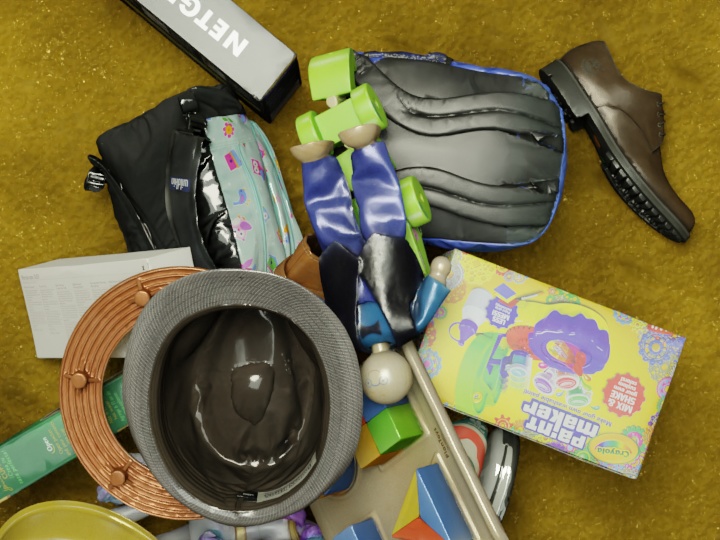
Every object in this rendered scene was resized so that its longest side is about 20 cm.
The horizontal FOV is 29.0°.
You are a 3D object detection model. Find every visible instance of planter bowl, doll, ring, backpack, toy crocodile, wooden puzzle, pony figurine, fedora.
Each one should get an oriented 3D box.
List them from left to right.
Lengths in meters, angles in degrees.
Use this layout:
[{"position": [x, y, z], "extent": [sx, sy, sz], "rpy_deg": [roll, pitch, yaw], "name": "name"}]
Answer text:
[{"position": [-0.243, 0.303, 1.184], "extent": [0.198, 0.084, 0.203], "rpy_deg": [7, 119, 13], "name": "planter bowl"}, {"position": [-0.140, 0.098, 1.092], "extent": [0.197, 0.019, 0.203], "rpy_deg": [0, 96, 1], "name": "ring"}, {"position": [-0.131, -0.045, 1.197], "extent": [0.126, 0.166, 0.202], "rpy_deg": [-20, 90, -45], "name": "backpack"}, {"position": [-0.129, 0.191, 1.211], "extent": [0.197, 0.167, 0.196], "rpy_deg": [-8, 110, 5], "name": "pony figurine"}, {"position": [-0.083, 0.084, 1.033], "extent": [0.174, 0.090, 0.203], "rpy_deg": [-4, 105, 5], "name": "fedora"}, {"position": [0.000, 0.000, 1.039], "extent": [0.135, 0.048, 0.203], "rpy_deg": [-15, 86, 17], "name": "doll"}, {"position": [0.006, -0.078, 1.091], "extent": [0.067, 0.062, 0.202], "rpy_deg": [-25, 86, 16], "name": "toy crocodile"}, {"position": [0.012, 0.173, 1.089], "extent": [0.046, 0.200, 0.187], "rpy_deg": [-10, 65, -42], "name": "wooden puzzle"}, {"position": [0.076, -0.102, 1.189], "extent": [0.197, 0.168, 0.165], "rpy_deg": [5, 95, 7], "name": "backpack"}]

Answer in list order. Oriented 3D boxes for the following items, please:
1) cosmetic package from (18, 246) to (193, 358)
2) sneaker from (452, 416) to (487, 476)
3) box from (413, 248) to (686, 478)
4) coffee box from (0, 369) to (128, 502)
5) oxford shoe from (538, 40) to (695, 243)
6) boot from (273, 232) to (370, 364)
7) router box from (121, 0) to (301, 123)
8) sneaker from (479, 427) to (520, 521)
[{"position": [-0.212, 0.029, 1.181], "extent": [0.050, 0.199, 0.084], "rpy_deg": [-20, 102, -42], "name": "cosmetic package"}, {"position": [0.046, 0.197, 1.177], "extent": [0.070, 0.093, 0.200], "rpy_deg": [39, 127, 3], "name": "sneaker"}, {"position": [0.143, 0.076, 1.181], "extent": [0.198, 0.193, 0.123], "rpy_deg": [21, 89, -1], "name": "box"}, {"position": [-0.234, 0.129, 1.213], "extent": [0.199, 0.123, 0.044], "rpy_deg": [-30, 93, -2], "name": "coffee box"}, {"position": [0.248, -0.118, 1.244], "extent": [0.084, 0.073, 0.201], "rpy_deg": [-33, 90, -3], "name": "oxford shoe"}, {"position": [-0.015, 0.031, 1.170], "extent": [0.156, 0.198, 0.077], "rpy_deg": [-54, 47, 30], "name": "boot"}, {"position": [-0.142, -0.216, 1.197], "extent": [0.199, 0.157, 0.052], "rpy_deg": [40, 89, -1], "name": "router box"}, {"position": [0.059, 0.214, 1.227], "extent": [0.114, 0.076, 0.202], "rpy_deg": [24, 102, 0], "name": "sneaker"}]
